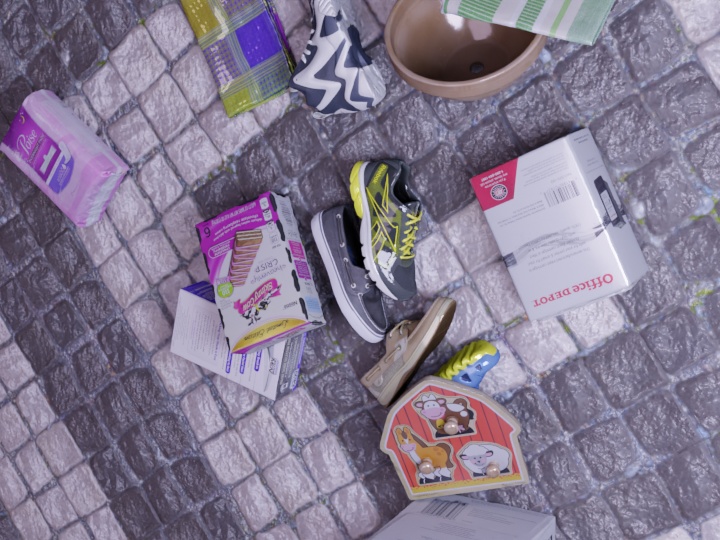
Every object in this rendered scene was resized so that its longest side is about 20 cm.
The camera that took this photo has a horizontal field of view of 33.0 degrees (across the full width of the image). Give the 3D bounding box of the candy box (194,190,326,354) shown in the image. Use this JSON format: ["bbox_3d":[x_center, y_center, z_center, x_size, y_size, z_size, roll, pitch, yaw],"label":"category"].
[{"bbox_3d":[-0.144,0.005,1.734,0.136,0.061,0.200,-23,77,22],"label":"candy box"}]

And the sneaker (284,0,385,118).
[{"bbox_3d":[-0.061,-0.295,1.632,0.130,0.079,0.199,-21,102,25],"label":"sneaker"}]

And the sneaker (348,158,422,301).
[{"bbox_3d":[0.046,-0.057,1.637,0.085,0.074,0.200,-14,96,32],"label":"sneaker"}]

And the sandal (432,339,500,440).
[{"bbox_3d":[0.131,0.171,1.655,0.087,0.079,0.200,44,128,4],"label":"sandal"}]

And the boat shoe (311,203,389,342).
[{"bbox_3d":[0.000,0.000,1.689,0.066,0.070,0.200,-27,81,35],"label":"boat shoe"}]

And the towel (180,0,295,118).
[{"bbox_3d":[-0.173,-0.331,1.724,0.144,0.023,0.200,-20,92,32],"label":"towel"}]

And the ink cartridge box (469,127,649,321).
[{"bbox_3d":[0.247,-0.055,1.511,0.145,0.083,0.200,-22,92,33],"label":"ink cartridge box"}]

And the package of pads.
[{"bbox_3d":[-0.464,-0.177,1.909,0.200,0.076,0.121,44,118,14],"label":"package of pads"}]

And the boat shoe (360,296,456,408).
[{"bbox_3d":[0.063,0.103,1.675,0.065,0.072,0.200,40,125,12],"label":"boat shoe"}]

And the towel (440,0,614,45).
[{"bbox_3d":[0.209,-0.343,1.439,0.200,0.023,0.153,19,68,25],"label":"towel"}]

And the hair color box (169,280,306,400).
[{"bbox_3d":[-0.184,0.103,1.826,0.200,0.065,0.109,23,113,26],"label":"hair color box"}]

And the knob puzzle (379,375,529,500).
[{"bbox_3d":[0.118,0.228,1.633,0.219,0.030,0.220,6,124,9],"label":"knob puzzle"}]

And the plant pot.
[{"bbox_3d":[0.136,-0.276,1.489,0.201,0.201,0.093,16,155,26],"label":"plant pot"}]

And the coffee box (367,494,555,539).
[{"bbox_3d":[0.134,0.440,1.646,0.200,0.200,0.198,7,107,30],"label":"coffee box"}]
